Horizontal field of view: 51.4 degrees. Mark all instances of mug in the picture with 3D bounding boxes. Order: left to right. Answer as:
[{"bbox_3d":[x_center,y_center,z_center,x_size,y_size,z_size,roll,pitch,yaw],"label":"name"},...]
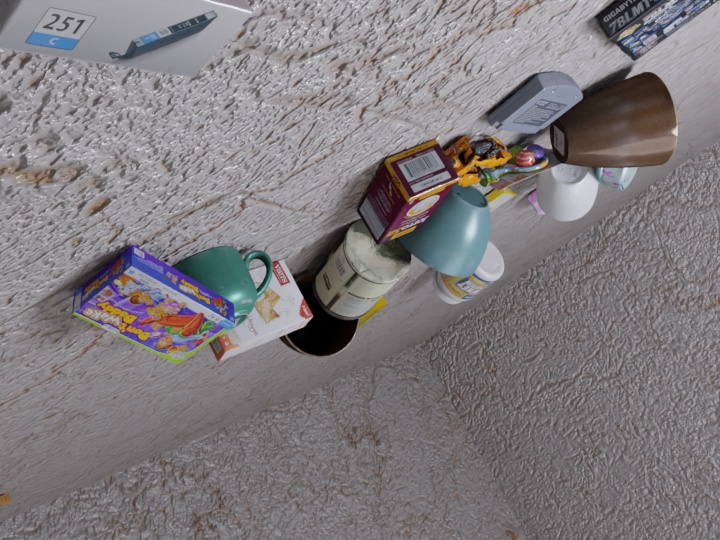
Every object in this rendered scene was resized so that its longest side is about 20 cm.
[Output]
[{"bbox_3d":[-0.240,0.039,1.273,0.185,0.115,0.152,-31,167,10],"label":"mug"},{"bbox_3d":[0.519,-0.238,1.827,0.200,0.147,0.175,-57,162,-6],"label":"mug"}]

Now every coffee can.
[{"bbox_3d":[0.000,0.000,1.568,0.146,0.147,0.200,-21,165,-31],"label":"coffee can"}]

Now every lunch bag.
[{"bbox_3d":[0.613,-0.294,1.736,0.160,0.077,0.201,8,102,-65],"label":"lunch bag"}]

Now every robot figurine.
[{"bbox_3d":[0.207,-0.207,1.419,0.145,0.058,0.200,-36,166,27],"label":"robot figurine"}]

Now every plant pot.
[{"bbox_3d":[-0.126,0.111,1.723,0.186,0.187,0.200,-23,-179,-25],"label":"plant pot"},{"bbox_3d":[0.185,-0.104,1.514,0.200,0.200,0.135,-14,144,-49],"label":"plant pot"},{"bbox_3d":[0.491,-0.282,1.498,0.199,0.188,0.187,-14,166,-4],"label":"plant pot"}]

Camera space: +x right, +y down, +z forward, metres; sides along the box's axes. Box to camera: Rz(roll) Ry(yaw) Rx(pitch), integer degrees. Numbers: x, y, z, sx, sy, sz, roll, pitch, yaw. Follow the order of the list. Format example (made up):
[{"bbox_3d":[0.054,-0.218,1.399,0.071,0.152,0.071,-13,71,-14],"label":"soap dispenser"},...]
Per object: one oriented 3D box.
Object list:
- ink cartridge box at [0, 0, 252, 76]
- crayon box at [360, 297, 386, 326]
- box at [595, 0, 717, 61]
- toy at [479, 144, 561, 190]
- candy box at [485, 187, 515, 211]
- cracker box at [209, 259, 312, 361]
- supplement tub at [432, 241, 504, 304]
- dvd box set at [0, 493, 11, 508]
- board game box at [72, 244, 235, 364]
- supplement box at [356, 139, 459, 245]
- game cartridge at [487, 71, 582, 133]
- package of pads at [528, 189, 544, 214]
[{"bbox_3d":[-0.160,-0.230,0.573,0.176,0.045,0.200,-36,166,33],"label":"ink cartridge box"},{"bbox_3d":[-0.041,0.145,2.238,0.172,0.058,0.200,-18,163,-39],"label":"crayon box"},{"bbox_3d":[0.494,-0.430,1.196,0.200,0.050,0.198,-36,165,29],"label":"box"},{"bbox_3d":[0.330,-0.230,1.557,0.200,0.115,0.047,-27,123,-20],"label":"toy"},{"bbox_3d":[0.295,-0.149,1.902,0.200,0.026,0.102,-35,169,24],"label":"candy box"},{"bbox_3d":[-0.208,0.073,1.433,0.200,0.134,0.058,-21,164,-35],"label":"cracker box"},{"bbox_3d":[0.329,0.006,2.302,0.144,0.145,0.200,-17,163,-41],"label":"supplement tub"},{"bbox_3d":[-1.115,0.694,2.111,0.146,0.029,0.200,-32,168,13],"label":"dvd box set"},{"bbox_3d":[-0.309,0.057,1.135,0.134,0.045,0.200,-34,134,22],"label":"board game box"},{"bbox_3d":[0.081,-0.137,1.354,0.110,0.086,0.200,-24,167,-23],"label":"supplement box"},{"bbox_3d":[0.324,-0.302,1.355,0.133,0.042,0.200,-42,162,31],"label":"game cartridge"},{"bbox_3d":[0.573,-0.230,2.074,0.200,0.076,0.120,-36,167,28],"label":"package of pads"}]
